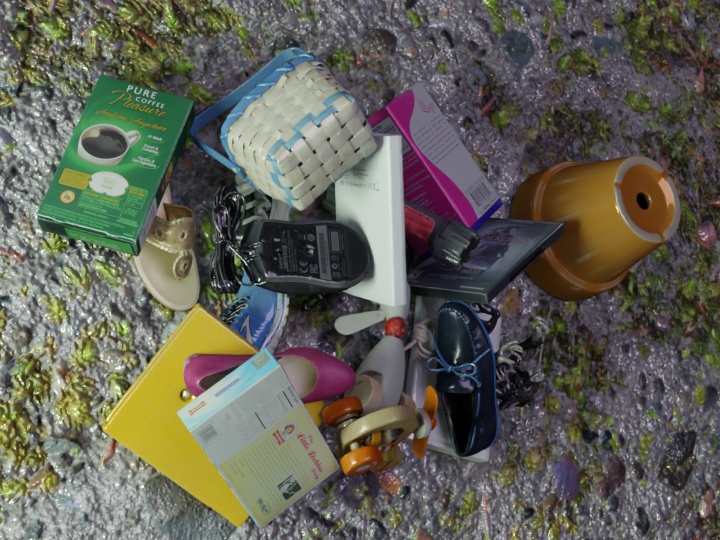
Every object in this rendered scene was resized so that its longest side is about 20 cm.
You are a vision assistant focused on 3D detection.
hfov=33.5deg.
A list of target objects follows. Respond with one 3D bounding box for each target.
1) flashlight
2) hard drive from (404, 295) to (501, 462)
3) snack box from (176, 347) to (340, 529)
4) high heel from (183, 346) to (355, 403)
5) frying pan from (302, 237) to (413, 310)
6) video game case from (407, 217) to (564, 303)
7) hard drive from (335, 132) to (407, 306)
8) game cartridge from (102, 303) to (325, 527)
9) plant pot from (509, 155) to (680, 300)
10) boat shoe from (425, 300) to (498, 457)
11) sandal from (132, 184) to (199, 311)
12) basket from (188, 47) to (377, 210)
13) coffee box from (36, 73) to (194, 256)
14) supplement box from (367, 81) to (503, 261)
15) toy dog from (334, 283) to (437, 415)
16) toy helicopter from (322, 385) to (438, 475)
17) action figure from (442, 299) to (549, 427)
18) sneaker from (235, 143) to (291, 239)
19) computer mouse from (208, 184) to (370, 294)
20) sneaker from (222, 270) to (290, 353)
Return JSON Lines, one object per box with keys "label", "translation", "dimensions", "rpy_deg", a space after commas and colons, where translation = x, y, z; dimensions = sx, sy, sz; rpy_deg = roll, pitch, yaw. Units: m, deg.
{"label": "flashlight", "translation": [0.050, -0.065, 1.528], "dimensions": [0.199, 0.068, 0.068], "rpy_deg": [29, 89, 17]}
{"label": "hard drive", "translation": [0.122, 0.141, 1.590], "dimensions": [0.131, 0.026, 0.201], "rpy_deg": [19, 66, -26]}
{"label": "snack box", "translation": [-0.105, 0.186, 1.298], "dimensions": [0.116, 0.037, 0.201], "rpy_deg": [-36, 135, -11]}
{"label": "high heel", "translation": [-0.094, 0.118, 1.304], "dimensions": [0.199, 0.096, 0.068], "rpy_deg": [11, 95, -16]}
{"label": "frying pan", "translation": [-0.003, -0.017, 1.562], "dimensions": [0.189, 0.031, 0.116], "rpy_deg": [-7, 79, -37]}
{"label": "video game case", "translation": [0.161, -0.017, 1.586], "dimensions": [0.200, 0.142, 0.019], "rpy_deg": [-39, 123, -40]}
{"label": "hard drive", "translation": [0.011, -0.066, 1.456], "dimensions": [0.027, 0.132, 0.202], "rpy_deg": [-8, 102, -30]}
{"label": "game cartridge", "translation": [-0.161, 0.166, 1.360], "dimensions": [0.200, 0.032, 0.177], "rpy_deg": [40, 87, -17]}
{"label": "plant pot", "translation": [0.345, -0.076, 1.701], "dimensions": [0.199, 0.183, 0.202], "rpy_deg": [10, 70, -29]}
{"label": "boat shoe", "translation": [0.133, 0.140, 1.507], "dimensions": [0.068, 0.084, 0.201], "rpy_deg": [-27, 104, -47]}
{"label": "sandal", "translation": [-0.229, -0.060, 1.405], "dimensions": [0.077, 0.070, 0.213], "rpy_deg": [-12, 82, -34]}
{"label": "basket", "translation": [-0.093, -0.171, 1.405], "dimensions": [0.176, 0.200, 0.139], "rpy_deg": [-39, 142, -9]}
{"label": "coffee box", "translation": [-0.278, -0.123, 1.381], "dimensions": [0.122, 0.044, 0.201], "rpy_deg": [14, 64, 4]}
{"label": "supplement box", "translation": [0.081, -0.132, 1.591], "dimensions": [0.201, 0.103, 0.101], "rpy_deg": [56, 41, -6]}
{"label": "toy dog", "translation": [0.015, 0.113, 1.500], "dimensions": [0.132, 0.096, 0.201], "rpy_deg": [54, 41, -29]}
{"label": "toy helicopter", "translation": [0.034, 0.198, 1.421], "dimensions": [0.131, 0.200, 0.079], "rpy_deg": [-21, 67, -5]}
{"label": "action figure", "translation": [0.188, 0.102, 1.564], "dimensions": [0.201, 0.102, 0.119], "rpy_deg": [54, 34, -4]}
{"label": "sneaker", "translation": [-0.116, -0.127, 1.504], "dimensions": [0.081, 0.075, 0.202], "rpy_deg": [18, 70, -40]}
{"label": "computer mouse", "translation": [-0.087, -0.020, 1.418], "dimensions": [0.199, 0.053, 0.139], "rpy_deg": [8, 64, -20]}
{"label": "sneaker", "translation": [-0.143, 0.073, 1.414], "dimensions": [0.089, 0.078, 0.201], "rpy_deg": [21, 65, -28]}
